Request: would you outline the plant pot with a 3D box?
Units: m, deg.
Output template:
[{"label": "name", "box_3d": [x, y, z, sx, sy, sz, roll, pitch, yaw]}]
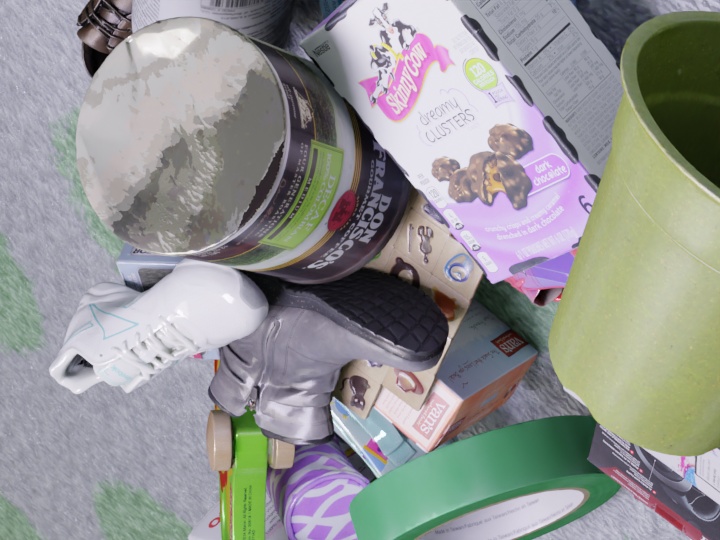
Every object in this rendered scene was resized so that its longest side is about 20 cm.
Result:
[{"label": "plant pot", "box_3d": [0.192, -0.006, 1.266, 0.200, 0.200, 0.191, 39, 128, 15]}]

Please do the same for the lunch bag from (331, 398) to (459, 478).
[{"label": "lunch bag", "box_3d": [0.000, 0.091, 1.816, 0.200, 0.077, 0.160, 48, 178, -3]}]

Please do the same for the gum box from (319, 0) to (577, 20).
[{"label": "gum box", "box_3d": [0.060, -0.144, 1.510, 0.199, 0.045, 0.171, 26, 146, 37]}]

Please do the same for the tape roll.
[{"label": "tape roll", "box_3d": [0.092, 0.166, 1.707, 0.201, 0.199, 0.048, 121, 134, -62]}]

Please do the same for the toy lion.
[{"label": "toy lion", "box_3d": [-0.096, 0.150, 1.863, 0.192, 0.068, 0.202, -115, 24, -68]}]

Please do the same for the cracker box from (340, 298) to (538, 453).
[{"label": "cracker box", "box_3d": [0.018, 0.035, 1.702, 0.200, 0.134, 0.058, 40, 118, 15]}]

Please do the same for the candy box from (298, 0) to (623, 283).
[{"label": "candy box", "box_3d": [0.078, -0.104, 1.410, 0.200, 0.072, 0.168, 51, 152, -7]}]

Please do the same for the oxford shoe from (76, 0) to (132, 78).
[{"label": "oxford shoe", "box_3d": [-0.167, -0.197, 1.728, 0.073, 0.084, 0.200, 44, 151, 11]}]

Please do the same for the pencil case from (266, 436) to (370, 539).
[{"label": "pencil case", "box_3d": [-0.043, 0.161, 1.932, 0.200, 0.085, 0.084, -120, 13, -61]}]

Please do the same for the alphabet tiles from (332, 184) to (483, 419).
[{"label": "alphabet tiles", "box_3d": [0.000, 0.000, 1.610, 0.166, 0.006, 0.201, 35, 123, 17]}]

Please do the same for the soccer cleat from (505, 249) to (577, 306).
[{"label": "soccer cleat", "box_3d": [0.107, -0.016, 1.561, 0.199, 0.074, 0.068, 17, -177, 41]}]

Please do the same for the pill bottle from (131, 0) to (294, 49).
[{"label": "pill bottle", "box_3d": [-0.100, -0.194, 1.602, 0.113, 0.113, 0.200, 40, 152, 14]}]

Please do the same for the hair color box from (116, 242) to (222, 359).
[{"label": "hair color box", "box_3d": [-0.114, -0.040, 1.725, 0.060, 0.201, 0.099, 2, 135, 18]}]

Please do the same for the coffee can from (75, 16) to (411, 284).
[{"label": "coffee can", "box_3d": [-0.071, -0.072, 1.485, 0.146, 0.147, 0.200, 35, -171, 23]}]

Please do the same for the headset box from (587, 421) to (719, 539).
[{"label": "headset box", "box_3d": [0.238, 0.106, 1.547, 0.149, 0.077, 0.201, 37, 152, 21]}]

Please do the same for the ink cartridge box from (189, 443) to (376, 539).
[{"label": "ink cartridge box", "box_3d": [-0.030, 0.228, 2.002, 0.199, 0.145, 0.084, 9, 136, 51]}]

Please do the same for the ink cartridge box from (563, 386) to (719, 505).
[{"label": "ink cartridge box", "box_3d": [0.245, 0.063, 1.403, 0.200, 0.145, 0.084, 36, 152, 21]}]

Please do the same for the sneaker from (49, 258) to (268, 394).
[{"label": "sneaker", "box_3d": [-0.139, 0.046, 1.599, 0.200, 0.080, 0.070, -17, 123, 46]}]

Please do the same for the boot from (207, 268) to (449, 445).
[{"label": "boot", "box_3d": [-0.021, 0.064, 1.612, 0.199, 0.070, 0.133, 23, 123, 37]}]
